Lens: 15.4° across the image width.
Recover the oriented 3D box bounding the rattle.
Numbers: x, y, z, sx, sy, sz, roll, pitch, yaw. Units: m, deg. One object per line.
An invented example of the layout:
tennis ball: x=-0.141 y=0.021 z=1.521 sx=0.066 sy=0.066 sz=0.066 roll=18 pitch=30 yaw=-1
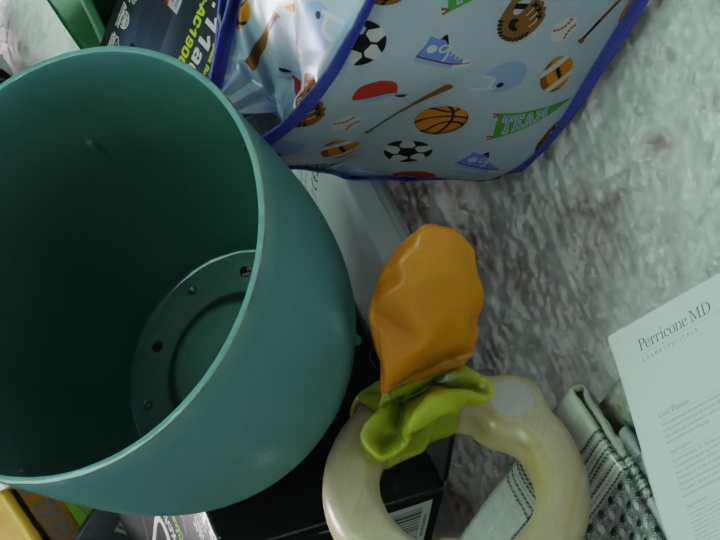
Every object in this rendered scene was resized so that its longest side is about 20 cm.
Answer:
rattle: x=0.056 y=0.105 z=1.181 sx=0.143 sy=0.129 sz=0.201 roll=120 pitch=156 yaw=-44

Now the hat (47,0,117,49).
hat: x=-0.128 y=-0.245 z=1.605 sx=0.166 sy=0.175 sz=0.201 roll=43 pitch=164 yaw=55

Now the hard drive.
hard drive: x=0.000 y=0.000 z=1.382 sx=0.132 sy=0.026 sz=0.201 roll=96 pitch=153 yaw=-53

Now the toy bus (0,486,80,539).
toy bus: x=-0.218 y=0.200 z=1.537 sx=0.065 sy=0.078 sz=0.200 roll=53 pitch=124 yaw=17

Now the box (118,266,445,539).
box: x=-0.058 y=0.091 z=1.383 sx=0.149 sy=0.123 sz=0.201 roll=101 pitch=148 yaw=-50

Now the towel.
towel: x=0.115 y=0.170 z=1.260 sx=0.200 sy=0.034 sz=0.193 roll=-53 pitch=49 yaw=36

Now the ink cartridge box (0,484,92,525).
ink cartridge box: x=-0.171 y=0.215 z=1.602 sx=0.200 sy=0.076 sz=0.148 roll=38 pitch=119 yaw=23

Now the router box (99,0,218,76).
router box: x=-0.083 y=-0.112 z=1.507 sx=0.150 sy=0.062 sz=0.201 roll=48 pitch=125 yaw=40

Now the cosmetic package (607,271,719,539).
cosmetic package: x=0.207 y=0.057 z=1.118 sx=0.200 sy=0.051 sz=0.152 roll=-32 pitch=65 yaw=39

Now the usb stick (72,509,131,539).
usb stick: x=-0.126 y=0.144 z=1.463 sx=0.055 sy=0.200 sz=0.033 roll=13 pitch=116 yaw=8

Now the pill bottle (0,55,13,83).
pill bottle: x=-0.268 y=-0.078 z=1.708 sx=0.111 sy=0.111 sz=0.201 roll=-36 pitch=60 yaw=45

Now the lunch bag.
lunch bag: x=0.031 y=-0.128 z=1.273 sx=0.124 sy=0.169 sz=0.201 roll=59 pitch=135 yaw=39

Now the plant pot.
plant pot: x=-0.093 y=0.021 z=1.220 sx=0.199 sy=0.161 sz=0.202 roll=-11 pitch=66 yaw=25
